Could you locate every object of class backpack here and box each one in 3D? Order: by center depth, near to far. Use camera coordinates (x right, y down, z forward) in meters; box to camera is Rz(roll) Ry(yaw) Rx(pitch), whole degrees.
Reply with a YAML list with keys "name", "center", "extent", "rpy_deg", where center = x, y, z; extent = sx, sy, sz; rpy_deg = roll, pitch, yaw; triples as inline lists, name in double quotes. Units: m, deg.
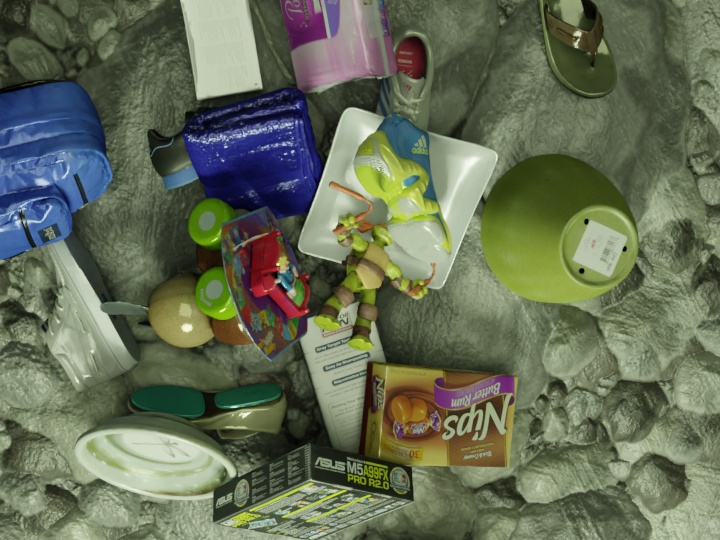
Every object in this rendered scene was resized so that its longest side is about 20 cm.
- name: "backpack"
  center: [-0.380, -0.113, 1.201]
  extent: [0.197, 0.163, 0.170]
  rpy_deg: [-20, 82, -13]

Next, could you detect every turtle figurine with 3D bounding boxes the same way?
- name: "turtle figurine"
  center: [0.000, 0.000, 1.257]
  extent: [0.200, 0.064, 0.163]
  rpy_deg: [40, 64, -36]

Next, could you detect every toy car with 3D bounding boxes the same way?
- name: "toy car"
  center: [-0.199, 0.025, 1.252]
  extent: [0.197, 0.164, 0.161]
  rpy_deg: [-16, 68, 18]

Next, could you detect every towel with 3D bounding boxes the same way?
- name: "towel"
  center: [-0.116, -0.119, 1.224]
  extent: [0.145, 0.201, 0.050]
  rpy_deg: [-18, 62, -4]

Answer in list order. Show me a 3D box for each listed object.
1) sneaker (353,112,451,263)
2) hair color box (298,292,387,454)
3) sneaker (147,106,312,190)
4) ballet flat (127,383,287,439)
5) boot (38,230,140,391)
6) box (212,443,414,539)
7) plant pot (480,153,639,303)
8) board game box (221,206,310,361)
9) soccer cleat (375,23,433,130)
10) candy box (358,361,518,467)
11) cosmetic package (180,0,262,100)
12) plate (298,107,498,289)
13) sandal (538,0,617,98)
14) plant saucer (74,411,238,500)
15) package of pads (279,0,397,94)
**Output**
- name: "sneaker"
  center: [0.067, -0.098, 1.213]
  extent: [0.201, 0.075, 0.106]
  rpy_deg: [55, 51, -46]
- name: "hair color box"
  center: [-0.012, 0.140, 1.329]
  extent: [0.098, 0.061, 0.203]
  rpy_deg: [-17, 99, -6]
- name: "sneaker"
  center: [-0.159, -0.168, 1.269]
  extent: [0.197, 0.070, 0.079]
  rpy_deg: [-24, 99, -4]
- name: "ballet flat"
  center: [-0.189, 0.182, 1.319]
  extent: [0.196, 0.069, 0.071]
  rpy_deg: [0, 98, -7]
- name: "boot"
  center: [-0.352, 0.047, 1.277]
  extent: [0.094, 0.074, 0.202]
  rpy_deg: [-26, 94, 4]
- name: "box"
  center: [-0.058, 0.267, 1.259]
  extent: [0.159, 0.199, 0.045]
  rpy_deg: [20, 54, -34]
- name: "plant pot"
  center: [0.254, -0.041, 1.263]
  extent: [0.183, 0.200, 0.191]
  rpy_deg: [-1, 98, -6]
- name: "board game box"
  center: [-0.089, 0.007, 1.199]
  extent: [0.038, 0.200, 0.161]
  rpy_deg: [-16, 96, 20]
- name: "soccer cleat"
  center: [0.051, -0.195, 1.278]
  extent: [0.068, 0.086, 0.204]
  rpy_deg: [2, 98, -6]
- name: "candy box"
  center: [0.098, 0.180, 1.308]
  extent: [0.197, 0.056, 0.119]
  rpy_deg: [8, 87, -28]
- name: "cosmetic package"
  center: [-0.170, -0.310, 1.258]
  extent: [0.081, 0.051, 0.204]
  rpy_deg: [-8, 99, -3]
- name: "plate"
  center: [0.042, -0.088, 1.289]
  extent: [0.197, 0.033, 0.202]
  rpy_deg: [14, 119, -13]
- name: "sandal"
  center: [0.260, -0.307, 1.300]
  extent: [0.079, 0.057, 0.204]
  rpy_deg: [-21, 99, -3]
- name: "plant saucer"
  center: [-0.242, 0.216, 1.279]
  extent: [0.196, 0.201, 0.051]
  rpy_deg: [12, 56, -7]
- name: "package of pads"
  center: [-0.034, -0.315, 1.238]
  extent: [0.119, 0.075, 0.204]
  rpy_deg: [-6, 100, 34]
